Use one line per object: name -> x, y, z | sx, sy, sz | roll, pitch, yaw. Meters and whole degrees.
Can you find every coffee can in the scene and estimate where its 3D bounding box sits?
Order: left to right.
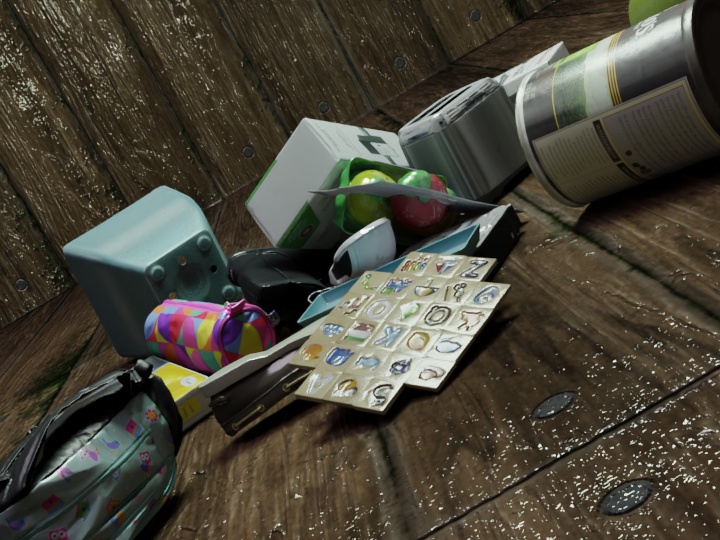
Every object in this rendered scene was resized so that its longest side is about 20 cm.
coffee can -> 0.270, -0.159, 1.138 | 0.198, 0.148, 0.146 | -21, 15, 41

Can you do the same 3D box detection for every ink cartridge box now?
ink cartridge box -> -0.274, 0.173, 1.312 | 0.199, 0.048, 0.197 | -32, 19, -23
ink cartridge box -> -0.026, -0.105, 1.504 | 0.199, 0.083, 0.147 | 1, -47, -54
ink cartridge box -> 0.231, -0.256, 1.804 | 0.198, 0.084, 0.147 | -25, 12, 26

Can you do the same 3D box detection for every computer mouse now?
computer mouse -> 0.000, 0.000, 1.300 | 0.109, 0.044, 0.200 | -31, -9, -15

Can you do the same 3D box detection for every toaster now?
toaster -> 0.132, -0.154, 1.504 | 0.113, 0.130, 0.200 | -17, 17, 49

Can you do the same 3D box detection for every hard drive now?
hard drive -> 0.078, 0.004, 1.208 | 0.138, 0.038, 0.200 | -23, 13, 32

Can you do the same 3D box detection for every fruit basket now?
fruit basket -> 0.058, -0.083, 1.333 | 0.183, 0.095, 0.199 | 10, -10, -24

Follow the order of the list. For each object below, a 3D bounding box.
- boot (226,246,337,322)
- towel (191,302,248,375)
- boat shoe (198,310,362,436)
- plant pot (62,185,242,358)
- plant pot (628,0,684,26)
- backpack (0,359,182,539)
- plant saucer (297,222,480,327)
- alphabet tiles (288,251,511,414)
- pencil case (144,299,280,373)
boot -> -0.074, 0.007, 1.490 | 0.162, 0.067, 0.200 | -15, 13, -15
towel -> -0.166, 0.086, 1.510 | 0.143, 0.023, 0.200 | -25, 14, 15
boat shoe -> -0.052, 0.088, 1.118 | 0.200, 0.061, 0.072 | -27, 4, 1
plant pot -> -0.281, 0.009, 1.734 | 0.195, 0.198, 0.199 | -35, 22, -25
plant pot -> 0.446, -0.358, 1.515 | 0.199, 0.201, 0.190 | -36, 0, -28
backpack -> -0.244, 0.188, 1.014 | 0.166, 0.127, 0.200 | -37, 8, 28
plant saucer -> 0.030, 0.009, 1.168 | 0.198, 0.019, 0.070 | -26, 13, 27
alphabet tiles -> 0.033, 0.049, 1.033 | 0.165, 0.006, 0.200 | 5, 41, 39
pencil case -> -0.176, 0.073, 1.375 | 0.088, 0.089, 0.199 | -37, 20, -32
